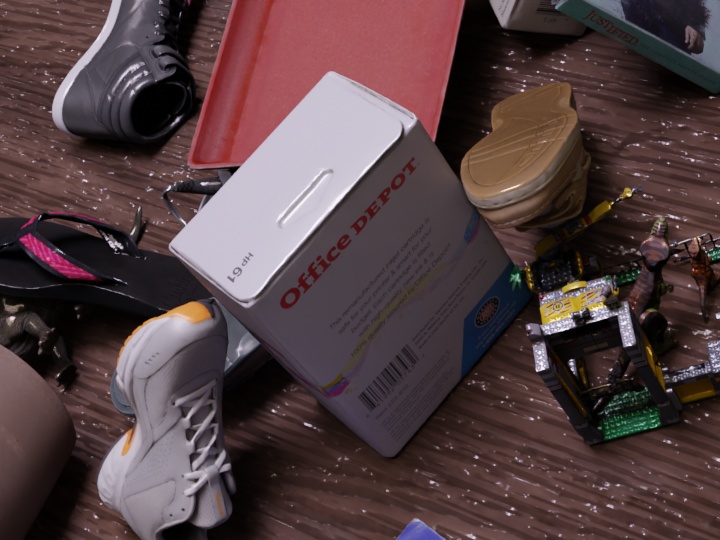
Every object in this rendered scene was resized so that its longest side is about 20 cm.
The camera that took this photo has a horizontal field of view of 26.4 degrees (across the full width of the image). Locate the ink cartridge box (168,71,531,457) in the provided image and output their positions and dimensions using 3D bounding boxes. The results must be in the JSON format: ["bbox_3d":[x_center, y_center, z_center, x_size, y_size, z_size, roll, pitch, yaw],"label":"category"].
[{"bbox_3d":[0.000,0.000,0.929,0.145,0.200,0.085,-48,51,-8],"label":"ink cartridge box"}]

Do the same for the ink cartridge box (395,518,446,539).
[{"bbox_3d":[0.030,0.256,0.849,0.200,0.041,0.200,32,78,39],"label":"ink cartridge box"}]

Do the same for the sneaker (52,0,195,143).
[{"bbox_3d":[-0.155,-0.182,1.221,0.099,0.071,0.200,22,78,35],"label":"sneaker"}]

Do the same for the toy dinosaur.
[{"bbox_3d":[-0.237,0.018,1.125,0.102,0.077,0.200,26,78,24],"label":"toy dinosaur"}]

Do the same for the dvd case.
[{"bbox_3d":[0.180,-0.225,1.026,0.022,0.146,0.200,-39,40,42],"label":"dvd case"}]

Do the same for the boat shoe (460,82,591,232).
[{"bbox_3d":[0.111,-0.059,0.941,0.074,0.069,0.200,-16,17,20],"label":"boat shoe"}]

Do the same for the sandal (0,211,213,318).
[{"bbox_3d":[-0.193,-0.011,1.084,0.199,0.045,0.075,12,43,6],"label":"sandal"}]

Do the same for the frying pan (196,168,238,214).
[{"bbox_3d":[-0.042,-0.059,1.106,0.190,0.031,0.115,-33,52,8],"label":"frying pan"}]

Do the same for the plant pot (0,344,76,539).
[{"bbox_3d":[-0.286,0.136,1.016,0.200,0.200,0.175,16,52,35],"label":"plant pot"}]

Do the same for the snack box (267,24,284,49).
[{"bbox_3d":[-0.013,-0.255,1.210,0.116,0.037,0.200,-15,54,21],"label":"snack box"}]

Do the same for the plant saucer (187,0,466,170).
[{"bbox_3d":[-0.012,-0.156,1.098,0.200,0.037,0.200,-1,63,29],"label":"plant saucer"}]

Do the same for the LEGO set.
[{"bbox_3d":[0.173,0.007,0.885,0.200,0.116,0.154,-10,56,22],"label":"LEGO set"}]

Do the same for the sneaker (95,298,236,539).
[{"bbox_3d":[-0.103,0.105,0.949,0.076,0.200,0.092,-20,53,-33],"label":"sneaker"}]

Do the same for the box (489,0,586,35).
[{"bbox_3d":[0.113,-0.264,1.108,0.068,0.082,0.200,0,46,-23],"label":"box"}]

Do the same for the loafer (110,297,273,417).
[{"bbox_3d":[-0.077,0.046,1.034,0.200,0.063,0.072,-35,51,18],"label":"loafer"}]

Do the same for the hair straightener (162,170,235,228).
[{"bbox_3d":[-0.041,-0.038,1.053,0.199,0.041,0.077,3,64,9],"label":"hair straightener"}]
